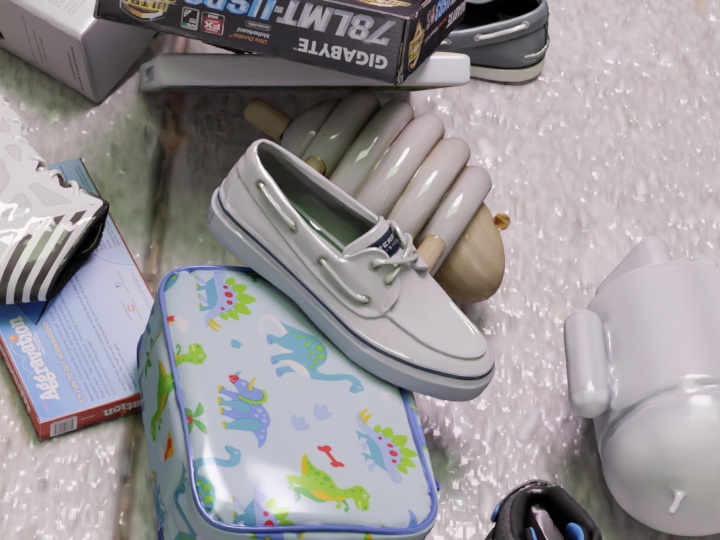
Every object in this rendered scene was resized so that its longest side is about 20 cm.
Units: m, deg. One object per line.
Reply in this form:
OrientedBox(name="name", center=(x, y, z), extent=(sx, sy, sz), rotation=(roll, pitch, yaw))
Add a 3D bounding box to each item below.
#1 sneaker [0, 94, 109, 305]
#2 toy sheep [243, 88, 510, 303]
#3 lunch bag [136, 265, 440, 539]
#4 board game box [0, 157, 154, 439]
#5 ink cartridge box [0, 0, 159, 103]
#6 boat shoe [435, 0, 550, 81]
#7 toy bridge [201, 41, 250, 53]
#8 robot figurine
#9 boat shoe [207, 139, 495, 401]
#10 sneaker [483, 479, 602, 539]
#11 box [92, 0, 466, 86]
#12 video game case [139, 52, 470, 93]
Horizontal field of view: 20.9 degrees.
OrientedBox(name="sneaker", center=(-0.219, -0.059, 1.244), extent=(0.114, 0.076, 0.202), rotation=(6, 55, -16))
OrientedBox(name="toy sheep", center=(0.008, -0.048, 1.250), extent=(0.199, 0.138, 0.138), rotation=(37, 50, 0))
OrientedBox(name="lunch bag", center=(-0.043, 0.094, 1.134), extent=(0.159, 0.083, 0.201), rotation=(3, 46, -21))
OrientedBox(name="board game box", center=(-0.189, 0.013, 1.234), extent=(0.102, 0.020, 0.201), rotation=(-14, 52, -23))
OrientedBox(name="ink cartridge box", center=(-0.227, -0.234, 1.386), extent=(0.199, 0.085, 0.146), rotation=(30, 66, 18))
OrientedBox(name="boat shoe", center=(0.042, -0.185, 1.423), extent=(0.198, 0.062, 0.073), rotation=(7, 47, -4))
OrientedBox(name="toy bridge", center=(-0.074, -0.184, 1.369), extent=(0.067, 0.027, 0.200), rotation=(16, 19, -9))
OrientedBox(name="robot figurine", center=(0.195, 0.076, 1.180), extent=(0.168, 0.113, 0.201), rotation=(16, 44, -21))
OrientedBox(name="boat shoe", center=(0.000, 0.000, 1.145), extent=(0.199, 0.067, 0.074), rotation=(33, 38, 2))
OrientedBox(name="sneaker", center=(0.101, 0.204, 1.049), extent=(0.072, 0.112, 0.201), rotation=(-4, 49, -12))
OrientedBox(name="box", center=(-0.043, -0.180, 1.247), extent=(0.198, 0.050, 0.199), rotation=(12, 22, 10))
OrientedBox(name="video game case", center=(-0.043, -0.132, 1.307), extent=(0.198, 0.023, 0.182), rotation=(-1, 4, -11))
